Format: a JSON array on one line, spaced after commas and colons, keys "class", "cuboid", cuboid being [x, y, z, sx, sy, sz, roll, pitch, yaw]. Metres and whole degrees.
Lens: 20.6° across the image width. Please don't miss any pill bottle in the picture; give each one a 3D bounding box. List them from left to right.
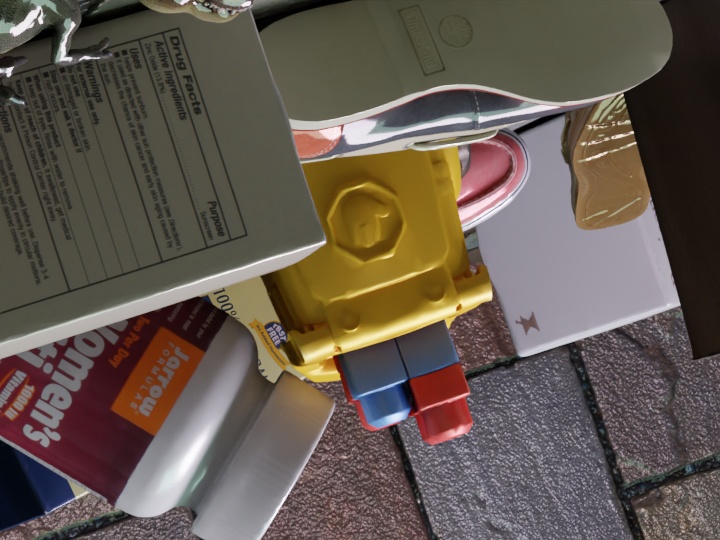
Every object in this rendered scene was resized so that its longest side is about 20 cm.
[{"class": "pill bottle", "cuboid": [-0.119, 0.051, 0.967, 0.110, 0.200, 0.110, -59, -178, 3]}]

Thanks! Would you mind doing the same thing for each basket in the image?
[{"class": "basket", "cuboid": [0.230, -0.063, 1.167, 0.136, 0.200, 0.180, -18, 175, -8]}]

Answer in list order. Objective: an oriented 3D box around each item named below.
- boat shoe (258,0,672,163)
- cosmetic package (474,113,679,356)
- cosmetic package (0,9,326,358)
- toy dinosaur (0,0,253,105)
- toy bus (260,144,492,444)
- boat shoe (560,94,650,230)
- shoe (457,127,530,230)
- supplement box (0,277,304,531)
[{"class": "boat shoe", "cuboid": [0.036, -0.085, 0.842, 0.200, 0.071, 0.063, -13, 163, -21]}, {"class": "cosmetic package", "cuboid": [0.216, -0.047, 1.573, 0.200, 0.168, 0.166, -16, 176, -43]}, {"class": "cosmetic package", "cuboid": [-0.125, -0.024, 0.720, 0.200, 0.105, 0.071, -16, 177, -17]}, {"class": "toy dinosaur", "cuboid": [-0.132, -0.062, 0.580, 0.200, 0.048, 0.088, -17, 161, -17]}, {"class": "toy bus", "cuboid": [0.000, 0.000, 1.019, 0.135, 0.192, 0.200, -20, 178, -7]}, {"class": "boat shoe", "cuboid": [0.166, -0.100, 1.337, 0.074, 0.069, 0.200, -12, 154, -8]}, {"class": "shoe", "cuboid": [0.018, -0.049, 1.287, 0.200, 0.072, 0.091, -14, -178, -2]}, {"class": "supplement box", "cuboid": [-0.148, 0.049, 1.201, 0.199, 0.135, 0.200, -27, 180, -21]}]
